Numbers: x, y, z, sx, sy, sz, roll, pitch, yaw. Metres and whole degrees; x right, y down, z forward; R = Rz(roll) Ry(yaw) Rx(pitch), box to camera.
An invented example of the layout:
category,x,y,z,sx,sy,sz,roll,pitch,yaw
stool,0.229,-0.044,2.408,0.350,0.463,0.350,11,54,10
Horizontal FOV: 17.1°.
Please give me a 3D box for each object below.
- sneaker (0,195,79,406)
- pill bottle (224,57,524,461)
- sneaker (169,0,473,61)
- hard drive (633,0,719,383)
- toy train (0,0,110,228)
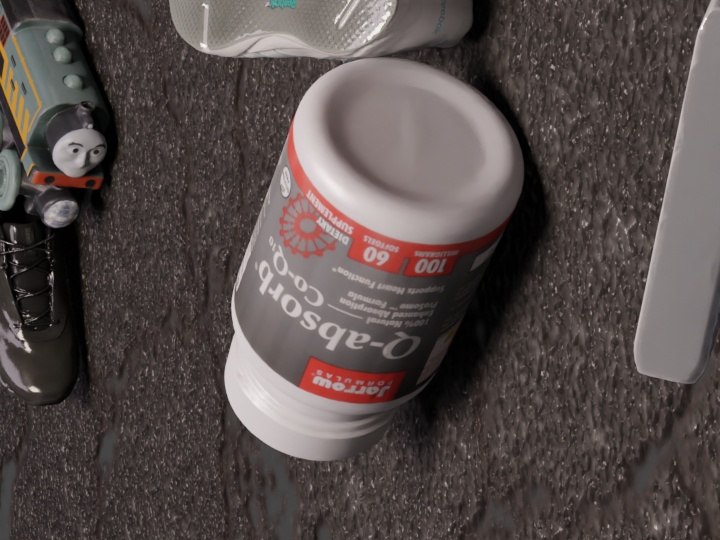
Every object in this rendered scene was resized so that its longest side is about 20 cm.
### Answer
category,x,y,z,sx,sy,sz,roll,pitch,yaw
sneaker,-0.259,0.006,1.844,0.091,0.076,0.201,116,143,-66
pill bottle,0.000,0.000,1.203,0.200,0.115,0.116,112,146,-46
sneaker,-0.025,-0.136,1.233,0.200,0.080,0.071,17,97,47
hard drive,0.135,-0.066,0.839,0.200,0.027,0.132,-58,-21,-58
toy train,-0.243,-0.127,1.803,0.114,0.085,0.200,-62,38,35
